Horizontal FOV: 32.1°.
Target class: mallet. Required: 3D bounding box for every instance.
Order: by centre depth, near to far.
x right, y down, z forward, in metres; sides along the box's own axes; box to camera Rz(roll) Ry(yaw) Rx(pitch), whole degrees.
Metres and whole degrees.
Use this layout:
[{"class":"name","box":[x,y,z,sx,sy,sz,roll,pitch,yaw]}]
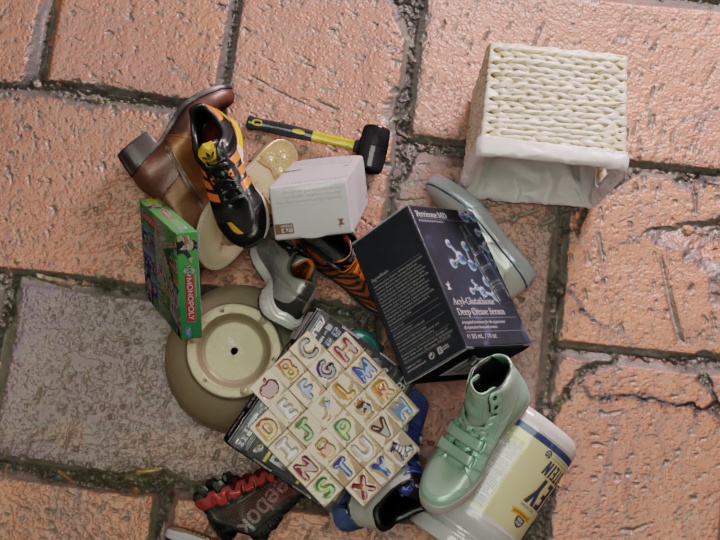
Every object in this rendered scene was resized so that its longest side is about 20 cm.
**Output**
[{"class":"mallet","box":[-0.056,-0.192,1.719,0.199,0.041,0.066,20,81,5]}]

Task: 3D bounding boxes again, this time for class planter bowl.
[{"class":"planter bowl","box":[-0.161,0.110,1.617,0.199,0.135,0.201,0,81,-2]}]

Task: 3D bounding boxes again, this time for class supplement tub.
[{"class":"supplement tub","box":[0.167,0.270,1.600,0.145,0.145,0.200,34,82,3]}]

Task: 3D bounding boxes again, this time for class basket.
[{"class":"basket","box":[0.238,-0.187,1.650,0.199,0.198,0.161,4,77,-1]}]

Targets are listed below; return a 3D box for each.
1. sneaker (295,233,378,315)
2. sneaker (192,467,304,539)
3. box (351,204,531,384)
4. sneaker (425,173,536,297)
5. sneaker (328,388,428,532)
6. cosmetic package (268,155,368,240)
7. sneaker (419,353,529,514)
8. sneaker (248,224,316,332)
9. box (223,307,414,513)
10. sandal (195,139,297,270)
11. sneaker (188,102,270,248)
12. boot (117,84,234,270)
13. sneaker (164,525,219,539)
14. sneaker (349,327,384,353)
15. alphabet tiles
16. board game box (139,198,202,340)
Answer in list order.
[{"class":"sneaker","box":[0.000,0.000,1.651,0.199,0.112,0.078,26,81,2]},{"class":"sneaker","box":[-0.113,0.293,1.611,0.200,0.071,0.098,-21,91,13]},{"class":"box","box":[0.102,0.031,1.585,0.107,0.148,0.201,-35,68,33]},{"class":"sneaker","box":[0.149,-0.041,1.683,0.071,0.073,0.200,-41,85,-12]},{"class":"sneaker","box":[0.053,0.249,1.574,0.081,0.115,0.200,45,63,-37]},{"class":"cosmetic package","box":[-0.050,-0.096,1.603,0.101,0.200,0.074,-6,102,6]},{"class":"sneaker","box":[0.123,0.188,1.491,0.074,0.118,0.201,26,69,32]},{"class":"sneaker","box":[-0.092,-0.003,1.621,0.074,0.200,0.079,30,112,-28]},{"class":"box","box":[-0.048,0.171,1.543,0.161,0.049,0.200,35,80,-10]},{"class":"sandal","box":[-0.142,-0.095,1.652,0.078,0.070,0.212,43,65,-21]},{"class":"sneaker","box":[-0.178,-0.122,1.593,0.070,0.090,0.201,-24,66,13]},{"class":"boot","box":[-0.197,-0.130,1.689,0.188,0.068,0.200,-40,91,-20]},{"class":"sneaker","box":[-0.175,0.409,1.602,0.199,0.070,0.109,25,80,-3]},{"class":"sneaker","box":[-0.003,0.174,1.641,0.077,0.080,0.201,5,81,-2]},{"class":"alphabet tiles","box":[-0.031,0.179,1.509,0.166,0.006,0.200,-44,92,-10]},{"class":"board game box","box":[-0.241,-0.006,1.580,0.029,0.200,0.135,-6,107,-21]}]
